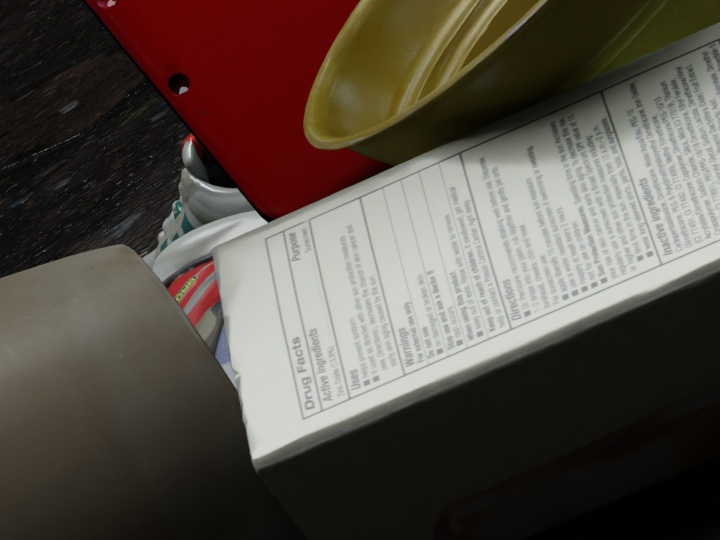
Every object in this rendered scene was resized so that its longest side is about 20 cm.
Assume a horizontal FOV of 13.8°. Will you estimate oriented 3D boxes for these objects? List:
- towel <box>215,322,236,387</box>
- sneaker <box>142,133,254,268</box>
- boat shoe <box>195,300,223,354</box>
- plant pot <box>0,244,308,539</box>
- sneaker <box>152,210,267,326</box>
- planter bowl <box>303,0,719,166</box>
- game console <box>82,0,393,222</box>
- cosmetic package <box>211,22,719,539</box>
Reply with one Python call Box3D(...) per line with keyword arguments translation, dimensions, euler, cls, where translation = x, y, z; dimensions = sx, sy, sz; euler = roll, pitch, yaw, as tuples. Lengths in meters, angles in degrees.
Box3D(translation=(-0.002, 0.056, 1.044), dimensions=(0.147, 0.024, 0.200), euler=(-25, 33, 26), cls="towel")
Box3D(translation=(-0.058, -0.030, 1.405), dimensions=(0.070, 0.093, 0.200), euler=(-41, 17, -30), cls="sneaker")
Box3D(translation=(-0.073, 0.078, 1.162), dimensions=(0.073, 0.075, 0.200), euler=(-39, 3, 23), cls="boat shoe")
Box3D(translation=(-0.118, 0.084, 0.958), dimensions=(0.173, 0.200, 0.200), euler=(-34, 14, -8), cls="plant pot")
Box3D(translation=(0.000, 0.000, 1.274), dimensions=(0.200, 0.077, 0.085), euler=(-31, 35, 12), cls="sneaker")
Box3D(translation=(0.078, -0.091, 1.008), dimensions=(0.200, 0.083, 0.200), euler=(-43, 17, 16), cls="planter bowl")
Box3D(translation=(-0.027, -0.130, 1.232), dimensions=(0.119, 0.200, 0.172), euler=(-41, -5, 16), cls="game console")
Box3D(translation=(0.065, 0.011, 0.928), dimensions=(0.200, 0.087, 0.103), euler=(-22, 45, 10), cls="cosmetic package")
